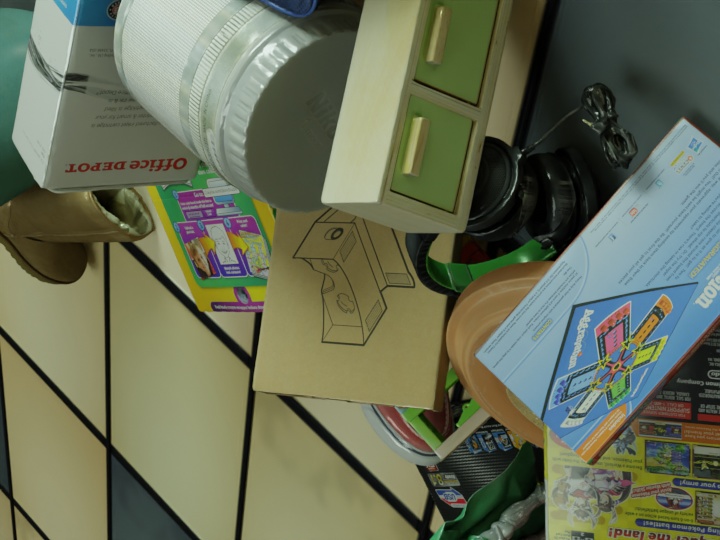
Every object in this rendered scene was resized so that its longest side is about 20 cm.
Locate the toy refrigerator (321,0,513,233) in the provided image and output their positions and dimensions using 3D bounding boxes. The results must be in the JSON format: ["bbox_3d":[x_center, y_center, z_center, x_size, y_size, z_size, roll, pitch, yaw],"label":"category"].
[{"bbox_3d":[0.043,-0.130,1.028,0.070,0.076,0.201,3,78,54],"label":"toy refrigerator"}]

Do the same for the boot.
[{"bbox_3d":[-0.295,-0.040,1.686,0.199,0.066,0.175,-2,152,38],"label":"boot"}]

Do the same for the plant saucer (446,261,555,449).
[{"bbox_3d":[0.153,0.074,1.110,0.200,0.032,0.201,16,142,13],"label":"plant saucer"}]

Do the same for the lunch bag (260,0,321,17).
[{"bbox_3d":[-0.059,-0.280,1.099,0.200,0.132,0.136,31,143,30],"label":"lunch bag"}]

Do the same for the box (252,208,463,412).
[{"bbox_3d":[0.000,0.000,1.202,0.163,0.021,0.201,3,82,32],"label":"box"}]

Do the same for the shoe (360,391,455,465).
[{"bbox_3d":[0.033,0.051,1.273,0.201,0.071,0.091,69,153,24],"label":"shoe"}]

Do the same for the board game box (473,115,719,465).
[{"bbox_3d":[0.172,0.013,0.990,0.103,0.200,0.019,44,-173,24],"label":"board game box"}]

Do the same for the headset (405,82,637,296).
[{"bbox_3d":[0.113,-0.042,1.062,0.200,0.123,0.094,-56,42,39],"label":"headset"}]

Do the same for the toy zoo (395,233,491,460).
[{"bbox_3d":[0.044,0.027,1.224,0.200,0.131,0.020,49,-169,11],"label":"toy zoo"}]

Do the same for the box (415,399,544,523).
[{"bbox_3d":[0.132,0.181,1.300,0.200,0.044,0.161,-15,103,57],"label":"box"}]

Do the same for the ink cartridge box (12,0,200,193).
[{"bbox_3d":[-0.192,-0.173,1.309,0.086,0.146,0.200,51,134,38],"label":"ink cartridge box"}]

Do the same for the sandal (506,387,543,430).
[{"bbox_3d":[0.181,0.146,1.093,0.211,0.070,0.078,35,145,-11],"label":"sandal"}]

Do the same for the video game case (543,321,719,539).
[{"bbox_3d":[0.214,0.108,1.019,0.199,0.025,0.181,3,106,22],"label":"video game case"}]

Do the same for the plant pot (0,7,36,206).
[{"bbox_3d":[-0.364,-0.170,1.594,0.200,0.161,0.201,36,142,34],"label":"plant pot"}]

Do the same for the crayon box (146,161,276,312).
[{"bbox_3d":[-0.108,-0.051,1.432,0.200,0.058,0.173,-2,113,55],"label":"crayon box"}]

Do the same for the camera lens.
[{"bbox_3d":[-0.078,-0.152,1.185,0.200,0.160,0.160,42,146,41],"label":"camera lens"}]

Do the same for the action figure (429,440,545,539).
[{"bbox_3d":[0.082,0.226,1.176,0.055,0.200,0.118,3,120,52],"label":"action figure"}]
